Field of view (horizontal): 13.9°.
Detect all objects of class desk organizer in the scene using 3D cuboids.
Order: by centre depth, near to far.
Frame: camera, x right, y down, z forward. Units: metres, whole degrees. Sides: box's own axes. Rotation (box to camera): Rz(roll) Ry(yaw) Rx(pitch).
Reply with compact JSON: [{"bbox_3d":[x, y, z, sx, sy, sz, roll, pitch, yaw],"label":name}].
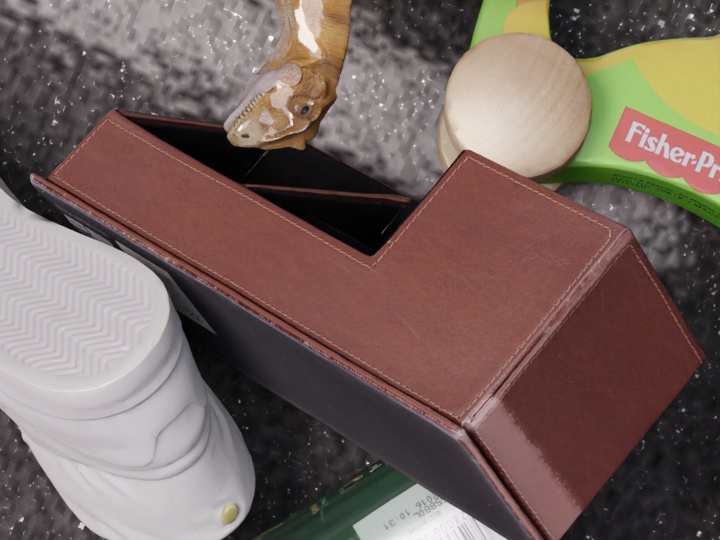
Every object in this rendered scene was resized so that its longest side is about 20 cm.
[{"bbox_3d":[0.000,0.000,0.879,0.200,0.072,0.077,29,73,42],"label":"desk organizer"}]

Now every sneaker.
[{"bbox_3d":[-0.115,0.022,0.936,0.074,0.116,0.200,-43,49,-15],"label":"sneaker"}]

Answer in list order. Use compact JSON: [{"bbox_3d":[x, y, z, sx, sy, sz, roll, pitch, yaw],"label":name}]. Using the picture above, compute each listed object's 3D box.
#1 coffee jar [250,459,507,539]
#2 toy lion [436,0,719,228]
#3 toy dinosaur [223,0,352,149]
[{"bbox_3d":[-0.030,0.130,0.913,0.200,0.104,0.086,-31,85,1],"label":"coffee jar"},{"bbox_3d":[0.146,-0.082,0.944,0.199,0.069,0.192,23,81,4],"label":"toy lion"},{"bbox_3d":[-0.009,-0.137,0.864,0.106,0.060,0.201,20,103,12],"label":"toy dinosaur"}]
